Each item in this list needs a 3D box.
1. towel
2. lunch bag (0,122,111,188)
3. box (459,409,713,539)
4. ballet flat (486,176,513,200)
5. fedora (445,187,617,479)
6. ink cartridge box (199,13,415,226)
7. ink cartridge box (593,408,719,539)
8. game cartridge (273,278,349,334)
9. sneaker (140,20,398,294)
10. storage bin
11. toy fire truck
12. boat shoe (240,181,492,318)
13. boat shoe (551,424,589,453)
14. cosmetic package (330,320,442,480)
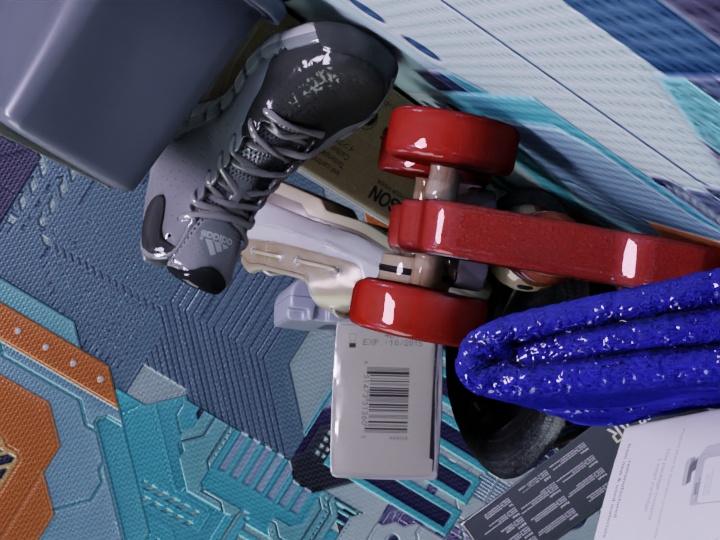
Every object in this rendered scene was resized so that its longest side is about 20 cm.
[{"bbox_3d":[0.138,0.047,0.671,0.147,0.050,0.200,-14,166,18],"label":"towel"},{"bbox_3d":[-0.219,-0.170,0.979,0.117,0.165,0.200,31,180,26],"label":"lunch bag"},{"bbox_3d":[0.172,0.115,0.914,0.044,0.200,0.160,54,-166,13],"label":"box"},{"bbox_3d":[0.139,0.000,1.006,0.200,0.072,0.072,33,-179,-4],"label":"ballet flat"},{"bbox_3d":[0.130,0.042,0.929,0.091,0.202,0.201,2,-167,-20],"label":"fedora"},{"bbox_3d":[-0.039,-0.106,0.915,0.200,0.075,0.165,31,-179,-33],"label":"ink cartridge box"},{"bbox_3d":[0.231,0.127,0.674,0.146,0.083,0.200,29,155,-20],"label":"ink cartridge box"},{"bbox_3d":[0.037,0.034,1.077,0.199,0.041,0.133,6,170,-9],"label":"game cartridge"},{"bbox_3d":[-0.056,-0.045,0.747,0.075,0.116,0.200,26,150,-28],"label":"sneaker"},{"bbox_3d":[-0.148,-0.137,0.724,0.145,0.135,0.200,31,-179,-38],"label":"storage bin"},{"bbox_3d":[0.086,-0.011,0.745,0.167,0.113,0.200,11,179,-2],"label":"toy fire truck"},{"bbox_3d":[0.000,0.000,0.955,0.200,0.069,0.075,26,-174,37],"label":"boat shoe"},{"bbox_3d":[0.163,0.103,1.042,0.072,0.199,0.073,41,143,44],"label":"boat shoe"},{"bbox_3d":[0.021,0.093,0.994,0.071,0.106,0.200,2,175,3],"label":"cosmetic package"}]
